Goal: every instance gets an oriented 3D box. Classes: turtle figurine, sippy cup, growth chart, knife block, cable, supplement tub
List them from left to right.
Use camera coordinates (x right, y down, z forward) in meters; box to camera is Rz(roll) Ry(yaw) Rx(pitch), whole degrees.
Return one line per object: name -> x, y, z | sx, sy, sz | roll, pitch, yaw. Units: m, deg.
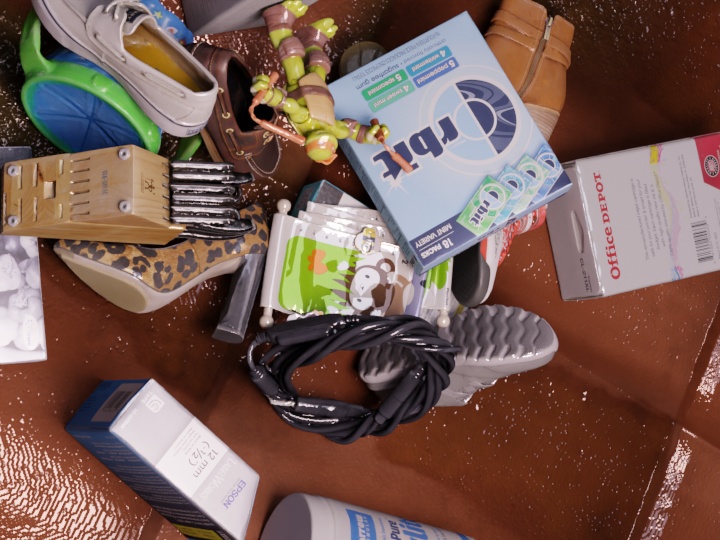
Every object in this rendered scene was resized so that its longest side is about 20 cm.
sippy cup -> -0.220, -0.179, 1.609 | 0.139, 0.178, 0.130 | 17, 61, 19
knife block -> -0.200, -0.059, 1.590 | 0.176, 0.200, 0.064 | 24, 62, -63
turtle figurine -> -0.040, -0.159, 1.620 | 0.200, 0.064, 0.162 | 14, 55, -40
growth chart -> 0.000, 0.000, 1.689 | 0.200, 0.018, 0.145 | 2, 80, -16
cable -> 0.001, 0.103, 1.657 | 0.051, 0.200, 0.163 | -88, 161, -47
supplement tub -> 0.013, 0.295, 1.672 | 0.200, 0.132, 0.132 | 18, 78, -24

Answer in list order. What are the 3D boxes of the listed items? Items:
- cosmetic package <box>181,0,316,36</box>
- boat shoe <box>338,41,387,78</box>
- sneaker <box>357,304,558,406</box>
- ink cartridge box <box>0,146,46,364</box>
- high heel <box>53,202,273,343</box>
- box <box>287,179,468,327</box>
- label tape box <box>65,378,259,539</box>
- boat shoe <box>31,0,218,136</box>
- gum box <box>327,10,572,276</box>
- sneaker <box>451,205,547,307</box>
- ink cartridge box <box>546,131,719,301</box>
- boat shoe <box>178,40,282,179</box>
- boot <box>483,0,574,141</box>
cosmetic package -> -0.088, -0.278, 1.635 | 0.101, 0.200, 0.071 | -13, 90, -27
boat shoe -> 0.033, -0.131, 1.755 | 0.072, 0.066, 0.201 | -25, 93, -6
sneaker -> 0.102, 0.091, 1.721 | 0.082, 0.200, 0.075 | 59, 31, -38
ink cartridge box -> -0.384, -0.010, 1.557 | 0.200, 0.043, 0.199 | -4, 88, -25
high heel -> -0.181, -0.029, 1.654 | 0.200, 0.071, 0.143 | 23, 62, -17
box -> 0.017, -0.004, 1.746 | 0.200, 0.049, 0.082 | 31, 73, -20
label tape box -> -0.158, 0.184, 1.591 | 0.200, 0.143, 0.066 | 42, 70, -16
boat shoe -> -0.200, -0.203, 1.514 | 0.200, 0.070, 0.071 | 45, 51, 7
gum box -> 0.079, -0.123, 1.690 | 0.170, 0.045, 0.200 | -29, 83, -10
sneaker -> 0.142, -0.046, 1.769 | 0.108, 0.067, 0.202 | 15, 52, -27
ink cartridge box -> 0.300, -0.058, 1.869 | 0.200, 0.083, 0.146 | -11, 91, -26
boat shoe -> -0.112, -0.142, 1.629 | 0.200, 0.070, 0.071 | 50, 47, -58
boot -> 0.131, -0.219, 1.811 | 0.200, 0.074, 0.155 | 25, 76, -34
